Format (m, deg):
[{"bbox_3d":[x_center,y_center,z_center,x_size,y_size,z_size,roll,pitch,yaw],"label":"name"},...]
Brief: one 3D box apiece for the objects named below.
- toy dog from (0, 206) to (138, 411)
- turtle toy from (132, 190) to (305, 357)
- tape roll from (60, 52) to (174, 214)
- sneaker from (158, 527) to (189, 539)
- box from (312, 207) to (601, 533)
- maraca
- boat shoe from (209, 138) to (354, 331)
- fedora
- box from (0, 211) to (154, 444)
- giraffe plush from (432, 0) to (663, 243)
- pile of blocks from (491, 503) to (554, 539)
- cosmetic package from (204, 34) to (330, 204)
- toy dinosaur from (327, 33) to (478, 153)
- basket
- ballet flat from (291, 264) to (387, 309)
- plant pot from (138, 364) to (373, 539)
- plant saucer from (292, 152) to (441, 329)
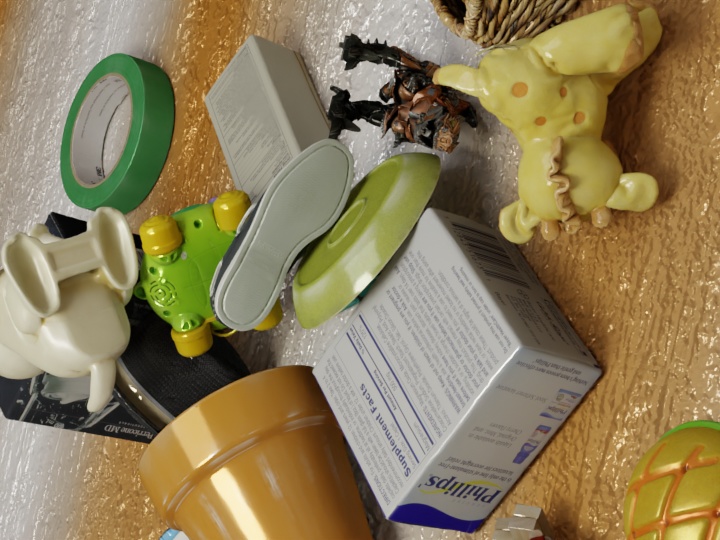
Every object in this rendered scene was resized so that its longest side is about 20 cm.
[{"bbox_3d":[-0.303,0.043,1.439,0.199,0.139,0.196,-18,101,50],"label":"toy dog"},{"bbox_3d":[-0.132,-0.014,1.458,0.101,0.198,0.147,-137,30,-64],"label":"turtle toy"},{"bbox_3d":[-0.310,-0.172,1.872,0.199,0.048,0.203,-21,63,46],"label":"tape roll"},{"bbox_3d":[-0.167,0.323,1.508,0.087,0.074,0.201,53,142,31],"label":"sneaker"},{"bbox_3d":[0.077,0.087,1.270,0.201,0.104,0.185,-54,42,23],"label":"box"},{"bbox_3d":[0.254,0.193,1.018,0.138,0.106,0.201,-61,40,27],"label":"maraca"},{"bbox_3d":[-0.079,-0.038,1.384,0.201,0.075,0.060,-53,20,-6],"label":"boat shoe"},{"bbox_3d":[-0.178,0.105,1.516,0.092,0.200,0.201,-46,45,11],"label":"fedora"},{"bbox_3d":[-0.285,0.068,1.641,0.198,0.199,0.124,-59,41,19],"label":"box"},{"bbox_3d":[0.169,-0.115,1.204,0.171,0.199,0.164,-14,96,44],"label":"giraffe plush"},{"bbox_3d":[0.149,0.251,1.136,0.082,0.062,0.200,-35,40,-10],"label":"pile of blocks"},{"bbox_3d":[-0.091,-0.144,1.577,0.104,0.073,0.201,-48,46,29],"label":"cosmetic package"},{"bbox_3d":[0.041,-0.163,1.397,0.200,0.134,0.104,-136,55,-78],"label":"toy dinosaur"},{"bbox_3d":[0.095,-0.303,1.342,0.143,0.148,0.201,-45,48,32],"label":"basket"},{"bbox_3d":[0.000,0.000,1.428,0.199,0.067,0.063,-13,58,48],"label":"ballet flat"},{"bbox_3d":[-0.078,0.220,1.365,0.200,0.199,0.184,-46,62,30],"label":"plant pot"},{"bbox_3d":[-0.003,-0.036,1.351,0.200,0.031,0.200,-47,15,17],"label":"plant saucer"}]
